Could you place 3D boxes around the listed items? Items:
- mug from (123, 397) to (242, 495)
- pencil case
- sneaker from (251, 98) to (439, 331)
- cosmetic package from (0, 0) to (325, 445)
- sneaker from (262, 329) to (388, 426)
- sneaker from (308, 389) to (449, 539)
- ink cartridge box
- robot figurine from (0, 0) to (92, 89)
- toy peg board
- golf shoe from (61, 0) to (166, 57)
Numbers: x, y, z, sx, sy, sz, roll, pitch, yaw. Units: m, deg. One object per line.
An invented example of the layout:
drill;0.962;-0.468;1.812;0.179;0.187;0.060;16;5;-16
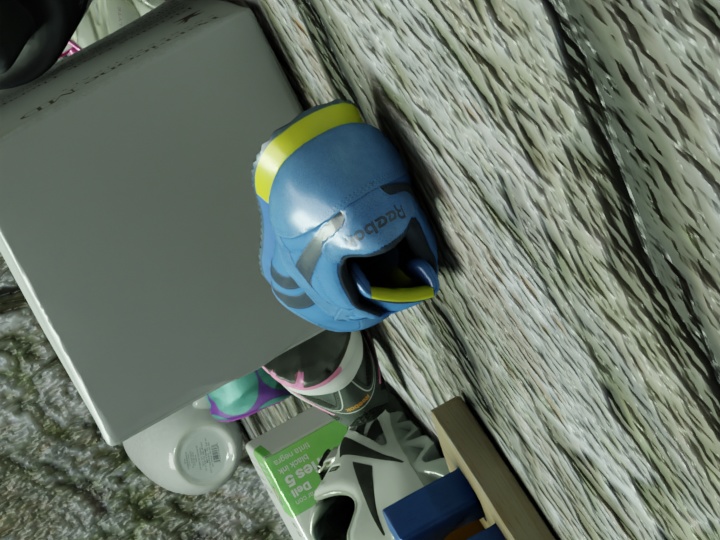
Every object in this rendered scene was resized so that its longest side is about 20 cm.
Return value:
mug;-0.231;0.204;3.523;0.175;0.147;0.201;-152;64;-69
pencil case;-0.118;0.018;2.036;0.092;0.085;0.200;8;127;62
sneaker;0.000;0.000;1.140;0.079;0.066;0.200;55;172;19
cosmetic package;-0.108;-0.035;1.372;0.167;0.167;0.200;63;172;-14
sneaker;-0.043;0.027;1.550;0.086;0.080;0.200;53;-174;-41
sneaker;0.002;0.126;1.552;0.074;0.088;0.200;61;175;-12
ink cartridge box;0.007;0.191;1.783;0.200;0.084;0.145;62;173;-3
robot figurine;-0.193;-0.176;1.394;0.200;0.150;0.125;-69;-20;-45
toy peg board;0.071;0.206;1.304;0.200;0.098;0.199;56;172;37
golf shoe;-0.174;-0.183;1.608;0.201;0.091;0.075;63;175;2
